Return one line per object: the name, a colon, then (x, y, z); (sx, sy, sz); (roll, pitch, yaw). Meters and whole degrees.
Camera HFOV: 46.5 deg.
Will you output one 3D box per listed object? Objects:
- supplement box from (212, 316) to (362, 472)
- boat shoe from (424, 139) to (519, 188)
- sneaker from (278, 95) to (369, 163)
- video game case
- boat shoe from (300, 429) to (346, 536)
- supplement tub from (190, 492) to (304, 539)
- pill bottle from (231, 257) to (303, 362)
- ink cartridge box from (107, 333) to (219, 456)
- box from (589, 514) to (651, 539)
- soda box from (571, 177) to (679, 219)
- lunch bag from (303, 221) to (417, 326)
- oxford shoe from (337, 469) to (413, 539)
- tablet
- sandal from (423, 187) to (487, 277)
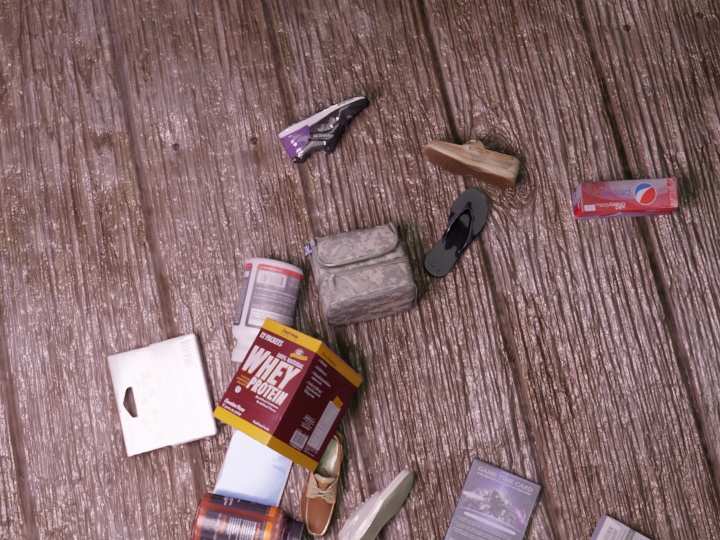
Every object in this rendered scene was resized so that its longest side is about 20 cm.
supplement box: (-0.128, 0.229, 1.538); (0.132, 0.197, 0.201); (20, 74, 32)
boat shoe: (0.228, -0.230, 1.711); (0.198, 0.071, 0.065); (20, 74, -6)
sneaker: (-0.063, -0.286, 1.722); (0.199, 0.076, 0.088); (-26, 97, -1)
video game case: (0.249, 0.483, 1.617); (0.142, 0.019, 0.202); (22, 80, 2)
boat shoe: (-0.074, 0.401, 1.597); (0.075, 0.074, 0.202); (7, 81, 1)
supplement tub: (-0.206, 0.483, 1.552); (0.198, 0.107, 0.108); (11, 81, 2)
pill bottle: (-0.184, 0.085, 1.627); (0.115, 0.116, 0.202); (11, 81, 1)
ink cartridge box: (-0.383, 0.242, 1.633); (0.174, 0.045, 0.202); (-14, 81, -4)
box: (0.519, 0.583, 1.593); (0.199, 0.041, 0.157); (28, 82, 5)
soda box: (0.535, -0.144, 1.696); (0.198, 0.070, 0.064); (-3, 80, -1)
lunch bag: (0.000, 0.000, 1.639); (0.198, 0.140, 0.169); (-13, 65, -3)
oxford shoe: (0.026, 0.456, 1.597); (0.058, 0.075, 0.200); (32, 78, 41)
tablet: (-0.214, 0.420, 1.623); (0.129, 0.014, 0.202); (18, 80, 2)
sandal: (0.199, -0.075, 1.694); (0.076, 0.043, 0.201); (28, 81, 4)
